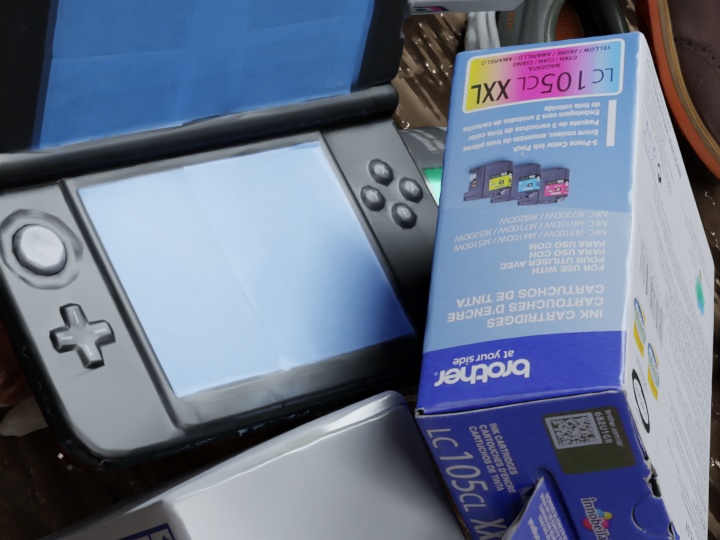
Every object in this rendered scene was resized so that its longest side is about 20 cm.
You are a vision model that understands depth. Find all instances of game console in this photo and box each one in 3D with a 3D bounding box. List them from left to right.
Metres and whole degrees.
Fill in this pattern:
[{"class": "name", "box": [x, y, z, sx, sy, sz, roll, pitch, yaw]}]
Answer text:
[{"class": "game console", "box": [-0.032, -0.046, 0.860, 0.199, 0.119, 0.173, -14, 69, -39]}]

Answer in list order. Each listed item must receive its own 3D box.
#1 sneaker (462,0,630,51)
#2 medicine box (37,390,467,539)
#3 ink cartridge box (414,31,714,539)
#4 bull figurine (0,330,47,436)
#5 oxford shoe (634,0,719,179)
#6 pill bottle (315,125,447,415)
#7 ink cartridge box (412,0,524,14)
[{"class": "sneaker", "box": [0.103, -0.043, 1.090, 0.074, 0.079, 0.201, -15, 86, -30]}, {"class": "medicine box", "box": [-0.031, 0.160, 0.903, 0.103, 0.200, 0.183, -24, 89, -29]}, {"class": "ink cartridge box", "box": [0.076, 0.034, 0.866, 0.137, 0.076, 0.201, 65, 23, -44]}, {"class": "bull figurine", "box": [-0.139, -0.022, 0.940, 0.121, 0.200, 0.065, -38, 139, 5]}, {"class": "oxford shoe", "box": [0.157, -0.119, 1.095, 0.072, 0.071, 0.200, -22, 130, 7]}, {"class": "pill bottle", "box": [0.000, 0.000, 1.007, 0.199, 0.113, 0.114, -8, 81, -27]}, {"class": "ink cartridge box", "box": [0.007, -0.154, 1.018, 0.199, 0.037, 0.095, -1, 86, 19]}]
